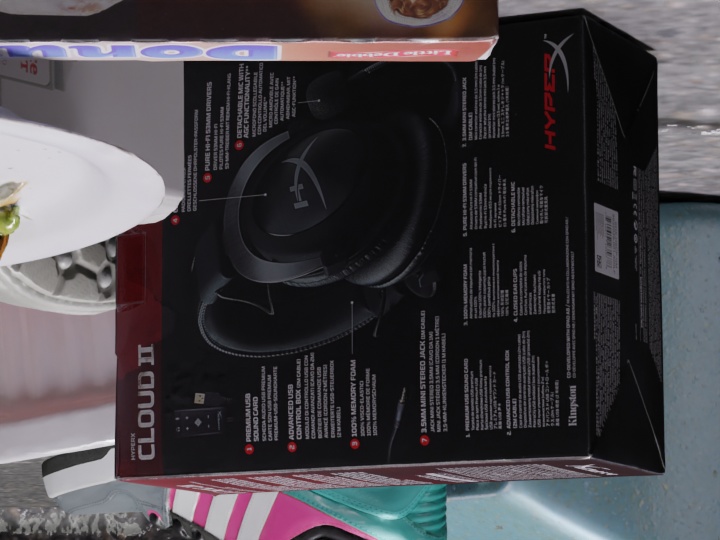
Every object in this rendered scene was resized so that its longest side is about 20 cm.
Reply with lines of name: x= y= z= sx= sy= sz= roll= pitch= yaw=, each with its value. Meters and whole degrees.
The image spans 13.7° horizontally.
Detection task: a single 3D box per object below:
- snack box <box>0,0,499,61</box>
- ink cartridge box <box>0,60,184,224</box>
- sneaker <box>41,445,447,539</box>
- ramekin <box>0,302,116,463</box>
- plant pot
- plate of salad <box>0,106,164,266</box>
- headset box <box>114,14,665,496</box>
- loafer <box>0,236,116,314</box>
snack box: x=-0.067 y=-0.087 z=0.719 sx=0.199 sy=0.072 sz=0.024 roll=0 pitch=171 yaw=-2
ink cartridge box: x=-0.168 y=-0.060 z=0.855 sx=0.146 sy=0.083 sz=0.200 roll=-8 pitch=167 yaw=39
sneaker: x=-0.044 y=0.121 z=1.285 sx=0.200 sy=0.121 sz=0.084 roll=-9 pitch=-179 yaw=33
ramekin: x=-0.102 y=0.022 z=1.254 sx=0.202 sy=0.095 sz=0.202 roll=-10 pitch=-179 yaw=0
plant pot: x=0.104 y=0.065 z=1.380 sx=0.200 sy=0.197 sz=0.196 roll=15 pitch=164 yaw=-37
plate of salad: x=-0.150 y=-0.009 z=0.774 sx=0.199 sy=0.048 sz=0.200 roll=-2 pitch=168 yaw=0
headset box: x=0.000 y=0.000 z=1.043 sx=0.199 sy=0.149 sz=0.077 roll=-6 pitch=169 yaw=26
loafer: x=-0.159 y=-0.033 z=1.059 sx=0.070 sy=0.070 sz=0.200 roll=-4 pitch=156 yaw=41
